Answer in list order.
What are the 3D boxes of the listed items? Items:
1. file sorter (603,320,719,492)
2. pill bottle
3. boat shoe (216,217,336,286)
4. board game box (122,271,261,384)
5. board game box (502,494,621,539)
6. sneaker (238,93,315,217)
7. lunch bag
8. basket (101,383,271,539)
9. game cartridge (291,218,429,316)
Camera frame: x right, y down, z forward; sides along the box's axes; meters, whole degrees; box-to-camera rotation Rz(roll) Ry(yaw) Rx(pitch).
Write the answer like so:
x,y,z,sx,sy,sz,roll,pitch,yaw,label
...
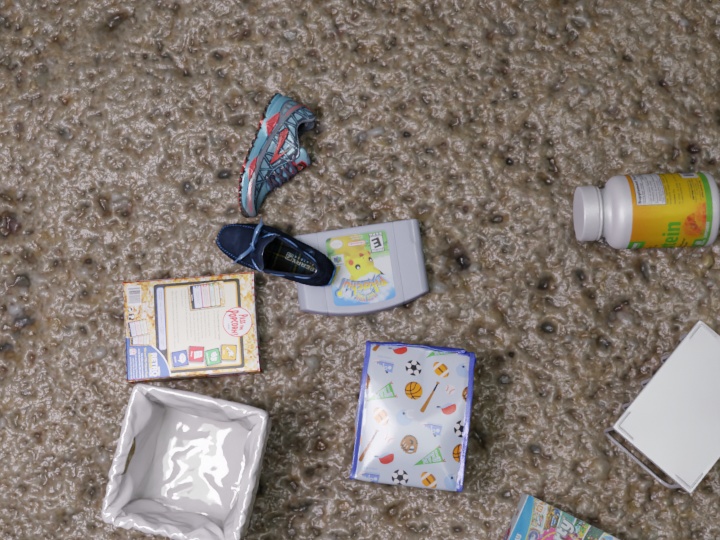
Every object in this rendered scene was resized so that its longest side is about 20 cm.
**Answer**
x,y,z,sx,sy,sz,roll,pitch,yaw,label
0.470,0.200,1.669,0.139,0.125,0.200,40,82,7,file sorter
0.425,-0.088,1.723,0.199,0.111,0.112,-2,81,0,pill bottle
-0.130,-0.034,1.713,0.199,0.069,0.085,13,87,21,boat shoe
-0.252,0.086,1.725,0.199,0.046,0.152,-4,80,-1,board game box
0.297,0.434,1.662,0.199,0.064,0.148,25,81,5,board game box
-0.124,-0.169,1.753,0.095,0.079,0.201,19,81,1,sneaker
0.078,0.207,1.670,0.169,0.124,0.201,5,88,1,lunch bag
-0.240,0.278,1.636,0.199,0.161,0.199,12,81,1,basket
0.000,0.000,1.747,0.199,0.040,0.134,-9,84,-1,game cartridge
